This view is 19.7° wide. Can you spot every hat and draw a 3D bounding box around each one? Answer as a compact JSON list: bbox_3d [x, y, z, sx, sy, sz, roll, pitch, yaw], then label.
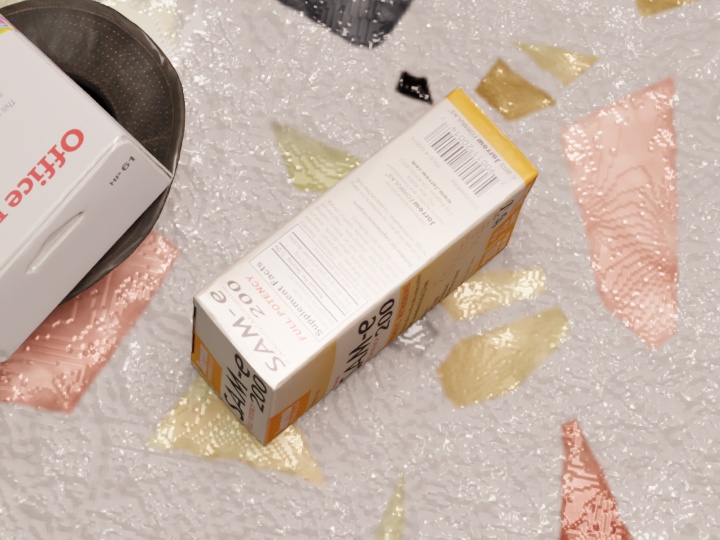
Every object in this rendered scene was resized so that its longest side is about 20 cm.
[{"bbox_3d":[-0.185,-0.057,1.224,0.201,0.081,0.201,-4,72,14],"label":"hat"}]

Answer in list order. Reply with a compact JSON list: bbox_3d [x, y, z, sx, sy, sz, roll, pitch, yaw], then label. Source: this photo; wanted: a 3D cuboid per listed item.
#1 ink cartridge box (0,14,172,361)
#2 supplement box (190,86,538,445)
[{"bbox_3d":[-0.226,-0.069,1.149,0.200,0.085,0.145,42,88,22],"label":"ink cartridge box"},{"bbox_3d":[0.000,0.000,1.192,0.200,0.126,0.074,-39,78,-15],"label":"supplement box"}]
